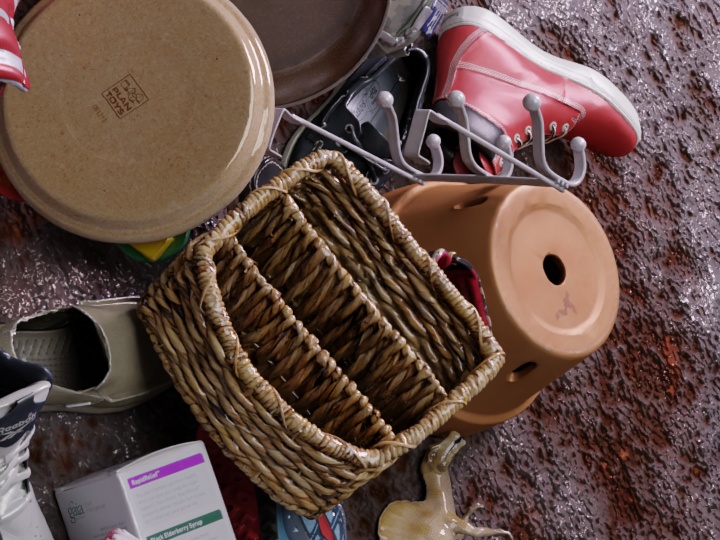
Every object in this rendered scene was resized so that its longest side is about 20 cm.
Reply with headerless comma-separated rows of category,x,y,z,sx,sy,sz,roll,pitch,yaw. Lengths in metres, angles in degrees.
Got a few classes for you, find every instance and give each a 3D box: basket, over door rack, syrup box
basket,-0.032,0.044,1.563,0.200,0.149,0.143,52,31,2
over door rack,0.049,-0.099,1.667,0.200,0.148,0.067,8,87,-50
syrup box,-0.123,0.221,1.549,0.081,0.079,0.200,-16,87,-43

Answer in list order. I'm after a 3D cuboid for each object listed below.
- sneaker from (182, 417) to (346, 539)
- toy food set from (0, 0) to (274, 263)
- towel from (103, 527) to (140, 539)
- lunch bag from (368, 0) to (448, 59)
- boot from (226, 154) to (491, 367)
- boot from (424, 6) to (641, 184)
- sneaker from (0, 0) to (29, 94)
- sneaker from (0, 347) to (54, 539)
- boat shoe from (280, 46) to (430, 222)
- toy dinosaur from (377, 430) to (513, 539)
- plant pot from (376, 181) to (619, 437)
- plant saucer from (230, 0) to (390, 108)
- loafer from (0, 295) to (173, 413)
sneaker,-0.059,0.175,1.640,0.096,0.079,0.200,-38,109,-57
toy food set,-0.158,-0.111,1.579,0.200,0.049,0.198,38,82,8
towel,-0.148,0.281,1.473,0.146,0.030,0.200,33,81,-8
lunch bag,-0.021,-0.272,1.770,0.200,0.139,0.168,33,59,-31
boot,0.000,0.000,1.663,0.073,0.150,0.200,-45,121,-43
boot,0.138,-0.107,1.897,0.200,0.072,0.145,27,54,-24
sneaker,-0.244,-0.167,1.526,0.200,0.071,0.113,-45,125,-73
sneaker,-0.227,0.117,1.455,0.079,0.129,0.199,-34,100,-42
boat shoe,0.002,-0.098,1.778,0.075,0.066,0.199,49,49,-19
toy dinosaur,0.053,0.217,1.740,0.101,0.058,0.200,32,49,-12
plant pot,0.101,0.015,1.780,0.200,0.140,0.201,16,64,-38
plant saucer,-0.077,-0.210,1.680,0.200,0.200,0.032,44,19,-22
loafer,-0.180,0.058,1.560,0.200,0.068,0.076,-11,84,-44
